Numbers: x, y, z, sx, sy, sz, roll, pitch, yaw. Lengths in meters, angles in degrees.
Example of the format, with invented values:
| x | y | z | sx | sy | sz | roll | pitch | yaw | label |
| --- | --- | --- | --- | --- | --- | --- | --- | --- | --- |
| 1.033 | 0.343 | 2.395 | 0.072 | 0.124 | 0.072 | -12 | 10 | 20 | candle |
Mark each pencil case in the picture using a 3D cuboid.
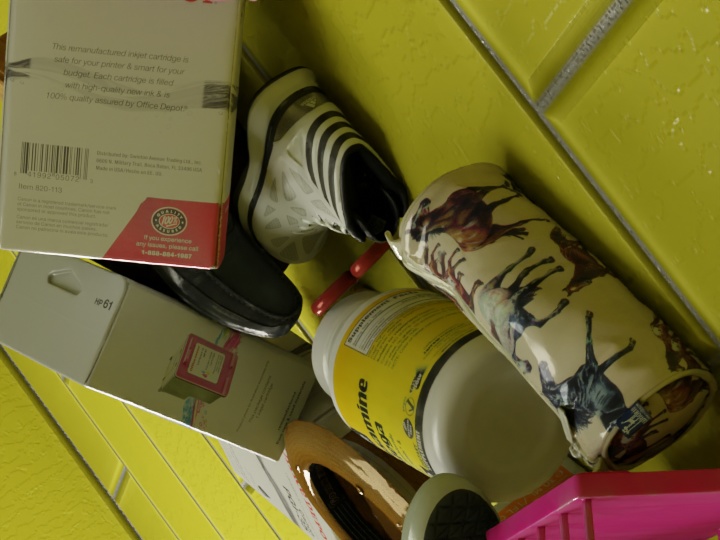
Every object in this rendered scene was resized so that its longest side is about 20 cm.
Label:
| x | y | z | sx | sy | sz | roll | pitch | yaw | label |
| --- | --- | --- | --- | --- | --- | --- | --- | --- | --- |
| 0.104 | 0.025 | 1.093 | 0.200 | 0.089 | 0.078 | 47 | 161 | 26 | pencil case |

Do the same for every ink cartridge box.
| x | y | z | sx | sy | sz | roll | pitch | yaw | label |
| --- | --- | --- | --- | --- | --- | --- | --- | --- | --- |
| -0.153 | -0.111 | 1.255 | 0.083 | 0.146 | 0.200 | -95 | 11 | -77 | ink cartridge box |
| -0.050 | 0.131 | 1.566 | 0.200 | 0.083 | 0.147 | 31 | 150 | 53 | ink cartridge box |
| -0.155 | 0.059 | 1.431 | 0.200 | 0.085 | 0.144 | 29 | 173 | -42 | ink cartridge box |

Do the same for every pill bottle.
| x | y | z | sx | sy | sz | roll | pitch | yaw | label |
| --- | --- | --- | --- | --- | --- | --- | --- | --- | --- |
| 0.049 | 0.075 | 1.287 | 0.200 | 0.112 | 0.112 | 23 | 144 | 60 | pill bottle |

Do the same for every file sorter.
| x | y | z | sx | sy | sz | roll | pitch | yaw | label |
| --- | --- | --- | --- | --- | --- | --- | --- | --- | --- |
| 0.164 | 0.189 | 1.075 | 0.200 | 0.139 | 0.126 | 121 | 146 | -71 | file sorter |

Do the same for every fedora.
| x | y | z | sx | sy | sz | roll | pitch | yaw | label |
| --- | --- | --- | --- | --- | --- | --- | --- | --- | --- |
| 0.033 | 0.166 | 1.405 | 0.201 | 0.082 | 0.201 | 40 | 160 | 18 | fedora |

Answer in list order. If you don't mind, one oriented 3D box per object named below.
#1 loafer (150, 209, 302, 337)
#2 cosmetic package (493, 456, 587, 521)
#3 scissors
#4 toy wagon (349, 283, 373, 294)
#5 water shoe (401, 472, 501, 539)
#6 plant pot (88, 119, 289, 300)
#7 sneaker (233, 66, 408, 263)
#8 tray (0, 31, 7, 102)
| x | y | z | sx | sy | sz | roll | pitch | yaw | label |
| --- | --- | --- | --- | --- | --- | --- | --- | --- | --- |
| -0.119 | -0.028 | 1.353 | 0.201 | 0.068 | 0.070 | 39 | 129 | -9 | loafer |
| 0.165 | 0.217 | 1.264 | 0.200 | 0.101 | 0.071 | 36 | 154 | 45 | cosmetic package |
| 0.000 | 0.000 | 1.422 | 0.014 | 0.073 | 0.200 | 44 | -174 | 2 | scissors |
| 0.027 | 0.101 | 1.515 | 0.155 | 0.040 | 0.200 | 26 | 147 | 57 | toy wagon |
| 0.050 | 0.191 | 1.230 | 0.079 | 0.071 | 0.200 | 37 | 155 | 41 | water shoe |
| -0.148 | -0.061 | 1.485 | 0.200 | 0.187 | 0.187 | 43 | 167 | -19 | plant pot |
| -0.026 | -0.039 | 1.334 | 0.115 | 0.076 | 0.201 | 49 | 159 | 24 | sneaker |
| -0.248 | -0.166 | 1.643 | 0.200 | 0.099 | 0.037 | 34 | 152 | 48 | tray |
